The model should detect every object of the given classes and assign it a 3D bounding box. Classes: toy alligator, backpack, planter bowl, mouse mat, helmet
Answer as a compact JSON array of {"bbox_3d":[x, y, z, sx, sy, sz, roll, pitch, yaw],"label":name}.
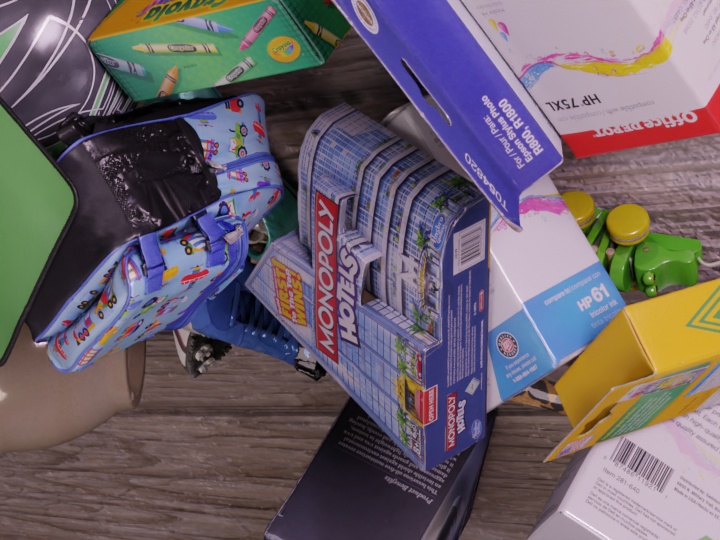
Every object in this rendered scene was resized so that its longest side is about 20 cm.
[{"bbox_3d":[0.188,-0.006,1.470,0.199,0.054,0.060,16,145,28],"label":"toy alligator"},{"bbox_3d":[-0.140,-0.036,1.497,0.182,0.199,0.135,-41,76,46],"label":"backpack"},{"bbox_3d":[-0.259,0.061,1.873,0.134,0.201,0.201,0,142,4],"label":"planter bowl"},{"bbox_3d":[-0.267,-0.045,1.464,0.161,0.008,0.200,48,134,15],"label":"mouse mat"},{"bbox_3d":[-0.243,-0.159,1.527,0.190,0.200,0.201,18,146,26],"label":"helmet"}]

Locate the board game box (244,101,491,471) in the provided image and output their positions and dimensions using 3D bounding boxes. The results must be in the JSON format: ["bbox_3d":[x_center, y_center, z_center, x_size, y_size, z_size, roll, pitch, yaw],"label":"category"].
[{"bbox_3d":[0.000,0.000,1.452,0.199,0.061,0.201,33,138,39],"label":"board game box"}]

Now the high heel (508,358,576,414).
[{"bbox_3d":[0.141,0.103,1.641,0.143,0.071,0.200,47,138,-9],"label":"high heel"}]

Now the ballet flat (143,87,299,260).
[{"bbox_3d":[-0.115,-0.085,1.630,0.067,0.071,0.200,-8,129,49],"label":"ballet flat"}]

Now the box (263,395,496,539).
[{"bbox_3d":[0.012,0.215,1.797,0.123,0.199,0.201,26,149,12],"label":"box"}]

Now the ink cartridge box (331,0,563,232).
[{"bbox_3d":[0.053,-0.149,1.278,0.040,0.201,0.200,-30,117,20],"label":"ink cartridge box"}]

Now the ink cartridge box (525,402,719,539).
[{"bbox_3d":[0.228,0.140,1.494,0.144,0.201,0.084,33,152,1],"label":"ink cartridge box"}]

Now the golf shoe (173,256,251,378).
[{"bbox_3d":[-0.137,0.006,1.788,0.088,0.077,0.201,38,146,24],"label":"golf shoe"}]

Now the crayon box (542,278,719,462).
[{"bbox_3d":[0.213,0.054,1.401,0.052,0.199,0.126,65,154,18],"label":"crayon box"}]

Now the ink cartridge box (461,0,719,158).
[{"bbox_3d":[0.149,-0.136,1.245,0.116,0.067,0.200,-8,130,48],"label":"ink cartridge box"}]

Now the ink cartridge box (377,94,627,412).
[{"bbox_3d":[0.076,-0.014,1.470,0.201,0.084,0.144,59,148,5],"label":"ink cartridge box"}]

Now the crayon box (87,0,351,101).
[{"bbox_3d":[-0.076,-0.182,1.413,0.199,0.119,0.058,-5,132,46],"label":"crayon box"}]

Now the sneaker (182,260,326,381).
[{"bbox_3d":[-0.067,0.034,1.691,0.110,0.077,0.200,15,172,22],"label":"sneaker"}]
